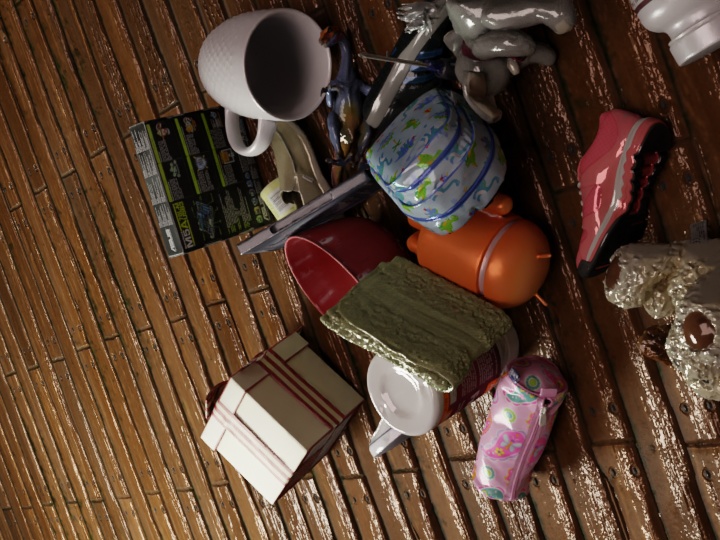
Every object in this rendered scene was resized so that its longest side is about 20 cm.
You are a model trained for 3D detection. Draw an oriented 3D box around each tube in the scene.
[{"bbox_3d":[-0.076,-0.050,1.414,0.201,0.052,0.058,54,174,8],"label":"tube"}]

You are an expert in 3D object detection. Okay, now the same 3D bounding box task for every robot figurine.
[{"bbox_3d":[0.151,-0.024,1.166,0.199,0.116,0.145,27,95,33],"label":"robot figurine"}]

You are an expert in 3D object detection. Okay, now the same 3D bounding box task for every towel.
[{"bbox_3d":[0.067,0.060,1.118,0.199,0.148,0.037,26,139,31],"label":"towel"}]

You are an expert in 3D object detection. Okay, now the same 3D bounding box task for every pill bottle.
[{"bbox_3d":[0.111,0.121,1.196,0.113,0.199,0.115,17,118,37],"label":"pill bottle"},{"bbox_3d":[0.307,-0.311,0.916,0.113,0.113,0.201,-29,87,44],"label":"pill bottle"}]

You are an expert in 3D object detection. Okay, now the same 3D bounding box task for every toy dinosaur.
[{"bbox_3d":[-0.032,-0.231,1.279,0.200,0.104,0.183,-34,64,54],"label":"toy dinosaur"}]

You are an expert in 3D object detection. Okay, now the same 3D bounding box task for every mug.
[{"bbox_3d":[-0.151,-0.262,1.319,0.175,0.147,0.202,15,101,51],"label":"mug"}]

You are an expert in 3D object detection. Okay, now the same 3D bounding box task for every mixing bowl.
[{"bbox_3d":[0.000,0.000,1.294,0.200,0.108,0.201,40,158,20],"label":"mixing bowl"}]

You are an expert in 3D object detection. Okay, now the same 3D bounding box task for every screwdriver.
[{"bbox_3d":[0.068,-0.247,1.101,0.028,0.199,0.029,17,100,43],"label":"screwdriver"}]

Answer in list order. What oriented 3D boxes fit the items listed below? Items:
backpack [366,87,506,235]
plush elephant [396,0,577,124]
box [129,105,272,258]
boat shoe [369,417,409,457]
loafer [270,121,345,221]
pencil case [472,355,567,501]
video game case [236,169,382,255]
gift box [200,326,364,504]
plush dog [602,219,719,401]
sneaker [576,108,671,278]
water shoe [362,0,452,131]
[{"bbox_3d":[0.088,-0.128,1.092,0.163,0.154,0.201,-39,43,13],"label":"backpack"},{"bbox_3d":[0.157,-0.262,1.059,0.198,0.155,0.166,-16,51,13],"label":"plush elephant"},{"bbox_3d":[-0.236,-0.141,1.420,0.047,0.192,0.202,-9,101,44],"label":"box"},{"bbox_3d":[0.067,0.196,1.364,0.066,0.073,0.200,52,123,20],"label":"boat shoe"},{"bbox_3d":[-0.093,-0.136,1.363,0.201,0.068,0.076,59,162,7],"label":"loafer"},{"bbox_3d":[0.207,0.209,1.223,0.087,0.087,0.202,33,126,29],"label":"pencil case"},{"bbox_3d":[-0.058,-0.078,1.259,0.199,0.143,0.019,-30,86,15],"label":"video game case"},{"bbox_3d":[-0.121,0.210,1.465,0.186,0.184,0.201,40,125,13],"label":"gift box"},{"bbox_3d":[0.374,0.059,1.002,0.200,0.159,0.173,-135,27,-57],"label":"plush dog"},{"bbox_3d":[0.282,-0.089,1.067,0.087,0.073,0.202,40,126,41],"label":"sneaker"},{"bbox_3d":[0.080,-0.261,1.185,0.078,0.072,0.201,26,115,-19],"label":"water shoe"}]
